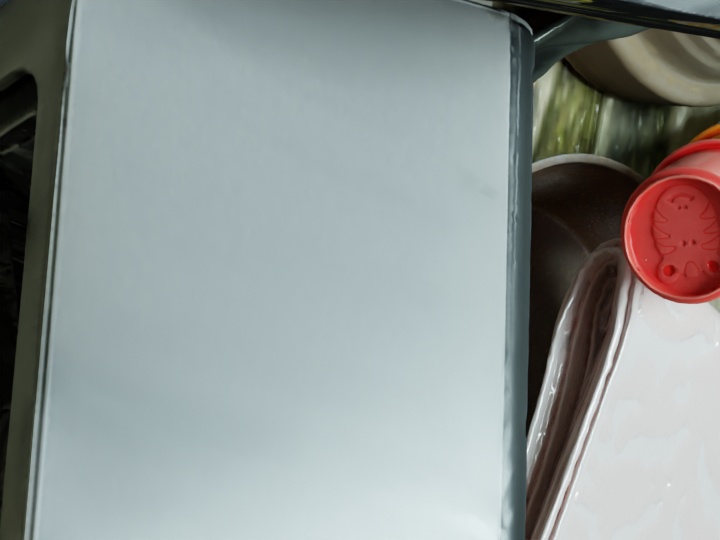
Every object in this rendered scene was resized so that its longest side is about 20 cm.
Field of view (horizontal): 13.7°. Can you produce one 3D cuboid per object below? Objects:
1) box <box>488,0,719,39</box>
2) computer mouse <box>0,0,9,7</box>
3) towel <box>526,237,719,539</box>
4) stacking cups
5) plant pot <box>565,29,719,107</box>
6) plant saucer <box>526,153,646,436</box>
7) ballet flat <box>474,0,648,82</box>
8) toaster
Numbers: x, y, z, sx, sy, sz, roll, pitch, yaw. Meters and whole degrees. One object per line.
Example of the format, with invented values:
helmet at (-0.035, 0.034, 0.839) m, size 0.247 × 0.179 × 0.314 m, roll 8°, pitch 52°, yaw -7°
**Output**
box at (0.050, -0.078, 0.641) m, size 0.200 × 0.161 × 0.049 m, roll 6°, pitch 97°, yaw -37°
computer mouse at (-0.059, -0.094, 0.690) m, size 0.200 × 0.046 × 0.141 m, roll -18°, pitch 142°, yaw -50°
towel at (0.096, 0.113, 0.953) m, size 0.200 × 0.032 × 0.191 m, roll 37°, pitch 70°, yaw -50°
stacking cups at (0.125, -0.029, 0.942) m, size 0.200 × 0.060 × 0.061 m, roll -17°, pitch 113°, yaw -68°
plant pot at (0.136, -0.149, 0.948) m, size 0.201 × 0.093 × 0.201 m, roll -15°, pitch 109°, yaw -50°
plant saucer at (0.045, 0.062, 0.925) m, size 0.200 × 0.034 × 0.201 m, roll -17°, pitch 112°, yaw -51°
ballet flat at (0.028, -0.077, 0.769) m, size 0.200 × 0.068 × 0.068 m, roll -31°, pitch 146°, yaw -29°
toaster at (-0.058, 0.049, 0.598) m, size 0.118 × 0.181 × 0.200 m, roll 18°, pitch 63°, yaw -32°
